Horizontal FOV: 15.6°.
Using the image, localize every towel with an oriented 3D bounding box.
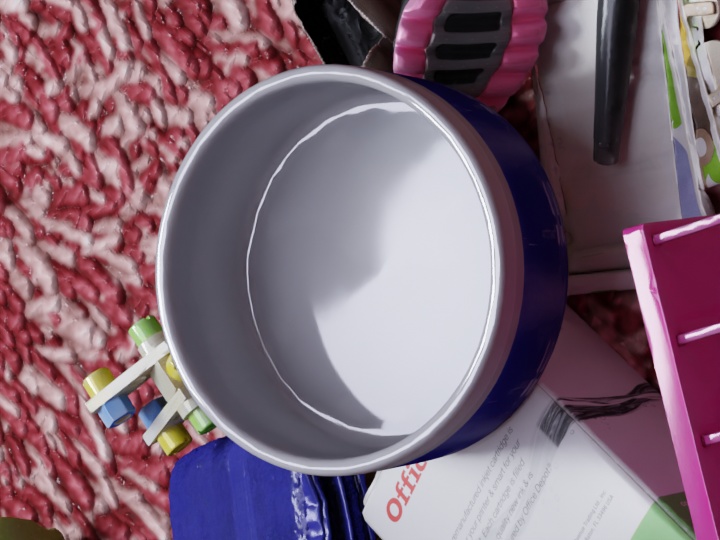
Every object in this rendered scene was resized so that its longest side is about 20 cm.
[{"bbox_3d":[-0.047,0.162,1.492,0.200,0.049,0.148,-23,72,61],"label":"towel"}]

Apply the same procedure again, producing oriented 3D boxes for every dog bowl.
[{"bbox_3d":[0.000,0.000,1.306,0.200,0.079,0.201,0,90,30],"label":"dog bowl"}]

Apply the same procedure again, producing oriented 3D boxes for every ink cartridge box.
[{"bbox_3d":[0.110,0.130,1.341,0.200,0.084,0.146,47,125,33],"label":"ink cartridge box"}]

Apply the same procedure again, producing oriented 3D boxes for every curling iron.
[{"bbox_3d":[0.135,-0.149,1.298,0.050,0.026,0.201,27,113,45],"label":"curling iron"}]

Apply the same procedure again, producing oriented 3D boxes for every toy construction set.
[{"bbox_3d":[-0.054,0.029,1.465,0.200,0.131,0.092,-27,85,42],"label":"toy construction set"}]

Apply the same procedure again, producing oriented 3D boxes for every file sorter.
[{"bbox_3d":[0.229,0.058,1.169,0.125,0.139,0.201,-19,81,45],"label":"file sorter"}]

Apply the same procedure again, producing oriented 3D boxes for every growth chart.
[{"bbox_3d":[0.137,-0.083,1.334,0.145,0.018,0.201,1,96,46],"label":"growth chart"}]

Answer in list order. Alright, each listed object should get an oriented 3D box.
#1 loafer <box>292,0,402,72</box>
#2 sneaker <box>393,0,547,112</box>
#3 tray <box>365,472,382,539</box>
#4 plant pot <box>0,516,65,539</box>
[{"bbox_3d":[0.016,-0.088,1.421,0.073,0.071,0.200,-50,61,38],"label":"loafer"},{"bbox_3d":[0.055,-0.170,1.370,0.095,0.079,0.201,-138,57,-73],"label":"sneaker"},{"bbox_3d":[0.015,0.174,1.483,0.099,0.037,0.201,-24,77,45],"label":"tray"},{"bbox_3d":[-0.232,0.266,1.668,0.200,0.200,0.190,-38,55,42],"label":"plant pot"}]
